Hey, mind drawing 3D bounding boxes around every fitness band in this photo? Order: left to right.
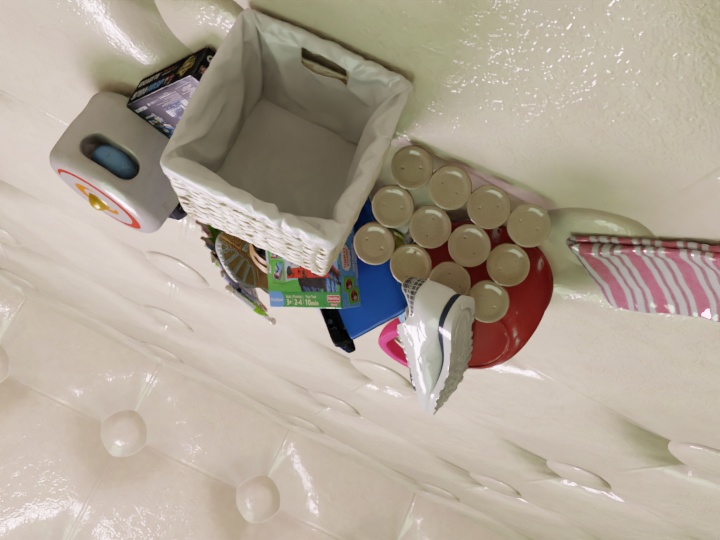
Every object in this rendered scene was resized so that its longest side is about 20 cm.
[{"bbox_3d":[0.106,0.140,1.657,0.143,0.038,0.200,28,159,-7],"label":"fitness band"}]

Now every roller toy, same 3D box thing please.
[{"bbox_3d":[-0.333,-0.144,1.290,0.199,0.140,0.183,19,160,43],"label":"roller toy"}]

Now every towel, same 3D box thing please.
[{"bbox_3d":[0.345,0.013,1.056,0.199,0.030,0.146,7,152,43],"label":"towel"}]

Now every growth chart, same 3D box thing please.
[{"bbox_3d":[-0.211,-0.009,1.527,0.145,0.018,0.201,40,-161,-49],"label":"growth chart"}]

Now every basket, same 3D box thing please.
[{"bbox_3d":[-0.076,-0.124,0.973,0.197,0.201,0.161,24,163,4],"label":"basket"}]

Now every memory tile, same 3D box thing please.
[{"bbox_3d":[0.103,-0.040,1.061,0.199,0.154,0.017,27,-164,5],"label":"memory tile"}]

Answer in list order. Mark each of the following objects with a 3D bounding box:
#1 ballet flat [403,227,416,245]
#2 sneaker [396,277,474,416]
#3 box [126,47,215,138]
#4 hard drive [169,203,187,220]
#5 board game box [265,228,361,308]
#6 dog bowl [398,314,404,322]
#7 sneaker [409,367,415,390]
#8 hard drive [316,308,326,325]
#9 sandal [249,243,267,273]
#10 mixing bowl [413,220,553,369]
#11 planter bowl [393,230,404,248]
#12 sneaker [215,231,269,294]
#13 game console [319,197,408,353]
[{"bbox_3d":[0.141,-0.006,1.229,0.199,0.072,0.072,34,159,-17],"label":"ballet flat"},{"bbox_3d":[0.083,0.089,1.090,0.080,0.076,0.201,23,136,21],"label":"sneaker"},{"bbox_3d":[-0.185,-0.192,1.156,0.159,0.046,0.199,36,158,-29],"label":"box"},{"bbox_3d":[-0.368,-0.151,1.488,0.134,0.043,0.200,14,157,30],"label":"hard drive"},{"bbox_3d":[-0.067,-0.054,1.162,0.036,0.202,0.151,-6,-177,-41],"label":"board game box"},{"bbox_3d":[0.101,0.049,1.335,0.049,0.112,0.200,30,164,27],"label":"dog bowl"},{"bbox_3d":[0.141,0.098,1.285,0.086,0.200,0.078,15,134,35],"label":"sneaker"},{"bbox_3d":[-0.079,0.002,1.431,0.027,0.133,0.200,-23,152,1],"label":"hard drive"},{"bbox_3d":[-0.134,-0.022,1.384,0.082,0.054,0.201,-113,-1,-46],"label":"sandal"},{"bbox_3d":[0.142,0.049,1.152,0.198,0.109,0.201,5,129,6],"label":"mixing bowl"},{"bbox_3d":[0.000,0.000,1.363,0.199,0.084,0.201,23,161,8],"label":"planter bowl"},{"bbox_3d":[-0.175,-0.010,1.506,0.200,0.076,0.088,41,177,-42],"label":"sneaker"},{"bbox_3d":[-0.013,-0.007,1.231,0.118,0.201,0.171,-22,168,4],"label":"game console"}]
